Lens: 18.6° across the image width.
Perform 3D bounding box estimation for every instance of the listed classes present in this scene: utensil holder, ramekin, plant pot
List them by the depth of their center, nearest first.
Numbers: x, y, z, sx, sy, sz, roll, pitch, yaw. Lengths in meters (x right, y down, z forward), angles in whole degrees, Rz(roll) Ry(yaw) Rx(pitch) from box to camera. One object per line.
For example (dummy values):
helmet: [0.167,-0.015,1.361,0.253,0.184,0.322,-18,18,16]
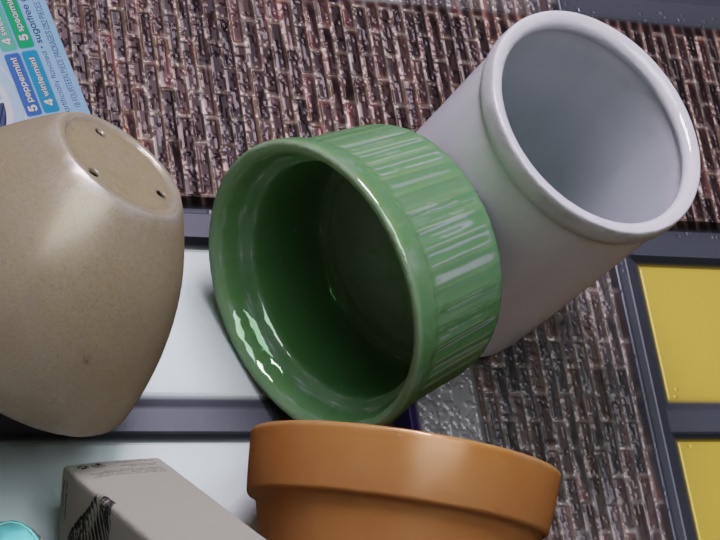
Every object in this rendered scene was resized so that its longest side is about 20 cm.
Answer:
plant pot: [-0.185,-0.018,1.350,0.200,0.135,0.201,34,22,-16]
plant pot: [0.020,0.182,1.380,0.198,0.200,0.141,12,76,-20]
ramekin: [0.000,0.000,1.453,0.097,0.200,0.201,-21,76,-41]
utensil holder: [0.107,-0.053,1.515,0.169,0.200,0.171,17,54,-26]

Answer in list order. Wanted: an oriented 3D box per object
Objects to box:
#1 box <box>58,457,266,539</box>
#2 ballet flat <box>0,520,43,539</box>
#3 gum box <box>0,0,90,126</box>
box: [-0.115,0.176,1.297,0.068,0.200,0.083,-2,101,-26]
ballet flat: [-0.268,0.214,1.285,0.199,0.066,0.071,-23,58,-32]
gum box: [-0.291,-0.125,1.460,0.199,0.045,0.171,-14,72,-32]
